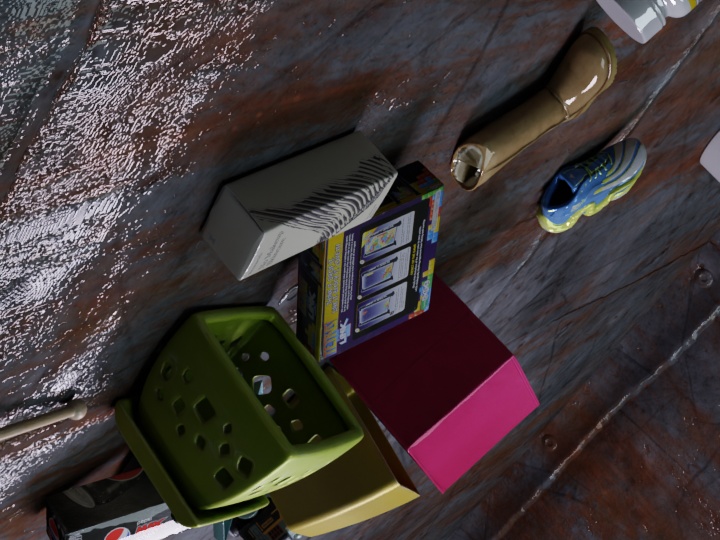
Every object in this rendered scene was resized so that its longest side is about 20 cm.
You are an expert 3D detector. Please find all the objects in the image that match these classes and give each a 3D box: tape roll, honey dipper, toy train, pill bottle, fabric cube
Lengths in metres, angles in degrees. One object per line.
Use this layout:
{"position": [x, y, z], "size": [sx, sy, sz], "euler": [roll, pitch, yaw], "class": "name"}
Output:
{"position": [0.745, -0.254, 2.797], "size": [0.202, 0.071, 0.203], "euler": [-38, 161, -15], "class": "tape roll"}
{"position": [-0.337, 0.155, 1.457], "size": [0.038, 0.038, 0.199], "euler": [-50, 163, 25], "class": "honey dipper"}
{"position": [-0.116, 0.365, 2.299], "size": [0.200, 0.114, 0.085], "euler": [-39, 163, -10], "class": "toy train"}
{"position": [0.356, -0.357, 1.629], "size": [0.200, 0.114, 0.114], "euler": [-43, 163, 5], "class": "pill bottle"}
{"position": [0.110, 0.161, 2.119], "size": [0.199, 0.200, 0.196], "euler": [-41, 149, -3], "class": "fabric cube"}

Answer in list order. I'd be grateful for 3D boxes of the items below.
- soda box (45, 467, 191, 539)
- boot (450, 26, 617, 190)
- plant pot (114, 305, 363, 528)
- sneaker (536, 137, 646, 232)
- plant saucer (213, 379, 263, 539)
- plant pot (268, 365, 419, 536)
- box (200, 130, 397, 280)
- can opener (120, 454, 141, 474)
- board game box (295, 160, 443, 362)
{"position": [-0.271, 0.284, 1.744], "size": [0.198, 0.071, 0.064], "euler": [-14, 133, -28], "class": "soda box"}
{"position": [0.212, -0.193, 1.786], "size": [0.199, 0.066, 0.176], "euler": [-34, 160, -23], "class": "boot"}
{"position": [-0.147, 0.174, 1.658], "size": [0.181, 0.200, 0.200], "euler": [-41, 164, 18], "class": "plant pot"}
{"position": [0.350, -0.135, 2.205], "size": [0.200, 0.076, 0.105], "euler": [-42, 162, 0], "class": "sneaker"}
{"position": [-0.151, 0.234, 1.802], "size": [0.070, 0.019, 0.201], "euler": [95, 6, -54], "class": "plant saucer"}
{"position": [-0.049, 0.286, 2.154], "size": [0.176, 0.201, 0.200], "euler": [-33, 163, 2], "class": "plant pot"}
{"position": [-0.060, -0.068, 1.476], "size": [0.199, 0.068, 0.082], "euler": [-28, 159, -41], "class": "box"}
{"position": [-0.270, 0.268, 1.830], "size": [0.052, 0.066, 0.201], "euler": [-16, 144, -52], "class": "can opener"}
{"position": [0.008, -0.009, 1.674], "size": [0.164, 0.057, 0.201], "euler": [-23, 140, -27], "class": "board game box"}
